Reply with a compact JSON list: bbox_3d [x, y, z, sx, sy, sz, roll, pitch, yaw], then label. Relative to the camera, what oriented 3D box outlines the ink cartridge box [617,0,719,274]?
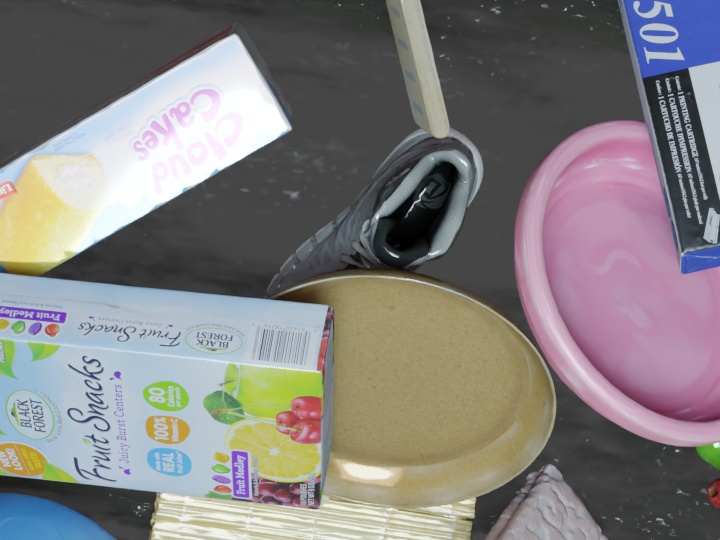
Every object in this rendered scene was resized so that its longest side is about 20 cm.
[{"bbox_3d":[0.211,-0.106,1.412,0.094,0.044,0.200,-12,72,3],"label":"ink cartridge box"}]

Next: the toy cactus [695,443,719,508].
[{"bbox_3d":[0.293,0.162,1.472,0.200,0.102,0.165,15,107,-11],"label":"toy cactus"}]

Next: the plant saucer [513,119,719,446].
[{"bbox_3d":[0.168,0.011,1.420,0.200,0.051,0.201,14,62,-27],"label":"plant saucer"}]

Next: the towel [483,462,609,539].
[{"bbox_3d":[0.134,0.236,1.430,0.032,0.191,0.200,-29,98,31],"label":"towel"}]

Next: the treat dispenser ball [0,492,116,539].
[{"bbox_3d":[-0.213,0.231,1.409,0.201,0.201,0.201,0,97,-1],"label":"treat dispenser ball"}]

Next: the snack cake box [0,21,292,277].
[{"bbox_3d":[-0.140,-0.066,1.416,0.200,0.115,0.067,-30,97,3],"label":"snack cake box"}]

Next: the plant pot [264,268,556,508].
[{"bbox_3d":[0.016,0.066,1.420,0.200,0.027,0.200,4,135,4],"label":"plant pot"}]

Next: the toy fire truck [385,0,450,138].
[{"bbox_3d":[0.041,-0.195,1.372,0.129,0.176,0.200,31,96,-5],"label":"toy fire truck"}]

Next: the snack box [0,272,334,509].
[{"bbox_3d":[-0.117,0.071,1.382,0.200,0.053,0.142,6,141,3],"label":"snack box"}]

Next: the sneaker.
[{"bbox_3d":[0.000,0.000,1.426,0.075,0.115,0.200,34,95,-5],"label":"sneaker"}]

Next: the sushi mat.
[{"bbox_3d":[-0.028,0.141,1.495,0.200,0.012,0.096,9,95,-3],"label":"sushi mat"}]
